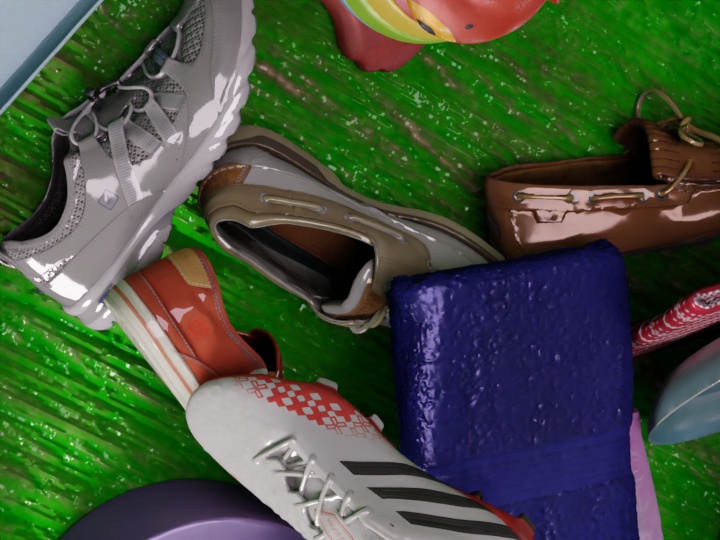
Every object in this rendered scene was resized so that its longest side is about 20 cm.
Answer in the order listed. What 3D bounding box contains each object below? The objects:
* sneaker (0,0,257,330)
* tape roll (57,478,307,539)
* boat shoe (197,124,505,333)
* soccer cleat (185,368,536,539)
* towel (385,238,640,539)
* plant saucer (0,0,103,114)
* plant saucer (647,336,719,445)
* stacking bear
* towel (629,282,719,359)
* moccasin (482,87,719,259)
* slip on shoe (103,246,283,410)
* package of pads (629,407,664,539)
[{"bbox_3d":[-0.119,-0.070,1.376,0.082,0.075,0.201,26,92,-23],"label":"sneaker"},{"bbox_3d":[-0.087,0.220,1.439,0.199,0.085,0.202,-4,102,-17],"label":"tape roll"},{"bbox_3d":[0.000,0.000,1.423,0.199,0.069,0.075,26,128,-15],"label":"boat shoe"},{"bbox_3d":[-0.003,0.119,1.320,0.199,0.085,0.069,31,126,1],"label":"soccer cleat"},{"bbox_3d":[0.079,0.090,1.411,0.147,0.049,0.202,-9,103,-30],"label":"towel"},{"bbox_3d":[-0.219,-0.096,1.369,0.070,0.019,0.200,43,86,-21],"label":"plant saucer"},{"bbox_3d":[0.246,0.043,1.477,0.199,0.200,0.028,-20,75,-14],"label":"plant saucer"},{"bbox_3d":[0.038,-0.163,1.347,0.114,0.200,0.121,-47,111,-5],"label":"stacking bear"},{"bbox_3d":[0.211,0.012,1.446,0.144,0.200,0.023,-18,83,-14],"label":"towel"},{"bbox_3d":[0.162,-0.055,1.483,0.200,0.074,0.078,-13,112,-9],"label":"moccasin"},{"bbox_3d":[-0.062,0.064,1.402,0.061,0.074,0.200,-38,129,-6],"label":"slip on shoe"},{"bbox_3d":[0.114,0.179,1.505,0.120,0.076,0.201,-18,106,-16],"label":"package of pads"}]
